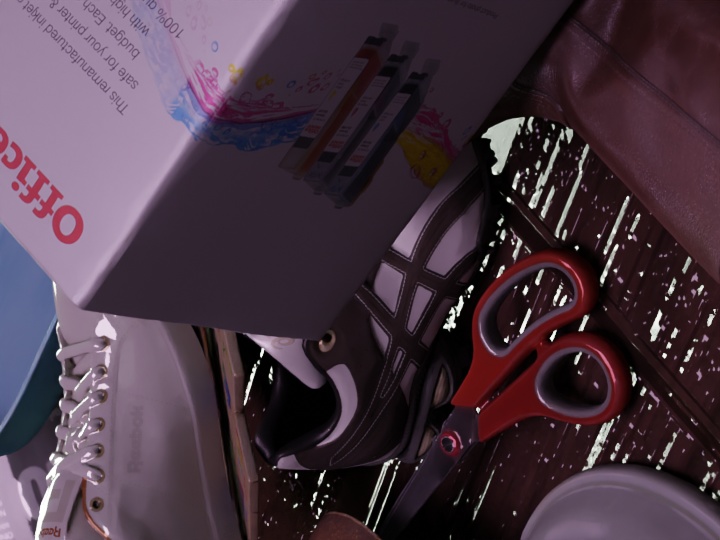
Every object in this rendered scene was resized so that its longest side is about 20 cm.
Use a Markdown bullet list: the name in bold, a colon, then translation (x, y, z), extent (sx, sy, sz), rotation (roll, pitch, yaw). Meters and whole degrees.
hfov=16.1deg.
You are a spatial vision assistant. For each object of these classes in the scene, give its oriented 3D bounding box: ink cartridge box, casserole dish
- **ink cartridge box**: translation (-0.041, -0.097, 0.876), extent (0.145, 0.145, 0.200), rotation (47, 109, 29)
- **casserole dish**: translation (-0.164, 0.002, 1.214), extent (0.121, 0.039, 0.200), rotation (29, 95, 45)

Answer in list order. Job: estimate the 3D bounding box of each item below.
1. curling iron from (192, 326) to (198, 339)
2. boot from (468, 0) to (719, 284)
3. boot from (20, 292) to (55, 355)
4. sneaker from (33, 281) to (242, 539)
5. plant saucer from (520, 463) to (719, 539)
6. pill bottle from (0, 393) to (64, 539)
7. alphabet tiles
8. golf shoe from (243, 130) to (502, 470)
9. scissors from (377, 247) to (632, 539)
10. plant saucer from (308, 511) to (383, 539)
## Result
- **curling iron**: translation (-0.088, 0.054, 1.162), extent (0.050, 0.026, 0.200), rotation (6, 118, 27)
- **boot**: translation (0.080, -0.041, 0.909), extent (0.200, 0.064, 0.186), rotation (42, 120, 34)
- **boot**: translation (-0.133, -0.006, 1.253), extent (0.200, 0.074, 0.075), rotation (47, 130, 49)
- **sneaker**: translation (-0.109, 0.080, 1.112), extent (0.073, 0.085, 0.200), rotation (-20, 87, 54)
- **plant saucer**: translation (0.111, 0.178, 1.003), extent (0.200, 0.050, 0.200), rotation (30, 129, 46)
- **pill bottle**: translation (-0.146, 0.133, 1.304), extent (0.114, 0.114, 0.200), rotation (-25, 84, 57)
- **alphabet tiles**: translation (-0.066, 0.027, 1.151), extent (0.166, 0.006, 0.200), rotation (93, 165, -60)
- **golf shoe**: translation (0.000, 0.000, 1.044), extent (0.078, 0.094, 0.200), rotation (33, 129, 46)
- **scissors**: translation (0.042, 0.058, 1.054), extent (0.200, 0.014, 0.073), rotation (-39, 79, 46)
- **plant saucer**: translation (0.020, 0.201, 1.110), extent (0.200, 0.034, 0.200), rotation (54, 161, 29)
